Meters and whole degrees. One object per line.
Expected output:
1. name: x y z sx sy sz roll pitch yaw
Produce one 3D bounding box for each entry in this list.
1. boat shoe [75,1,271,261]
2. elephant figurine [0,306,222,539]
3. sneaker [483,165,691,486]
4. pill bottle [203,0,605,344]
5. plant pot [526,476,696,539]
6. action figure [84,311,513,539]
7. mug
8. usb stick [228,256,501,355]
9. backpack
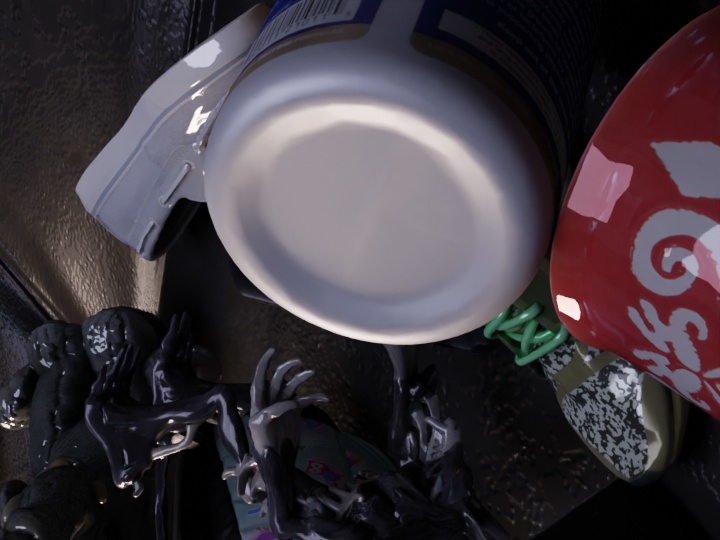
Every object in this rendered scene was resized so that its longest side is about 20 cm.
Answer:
1. boat shoe: -0.085 -0.064 0.929 0.069 0.072 0.200 48 136 -1
2. elephant figurine: -0.146 0.132 0.976 0.141 0.155 0.200 -43 31 35
3. sneaker: 0.057 0.004 0.731 0.200 0.088 0.077 61 145 12
4. pill bottle: 0.026 -0.078 0.639 0.115 0.200 0.116 9 131 11
5. plant pot: 0.090 0.237 0.706 0.177 0.200 0.200 37 132 25
6. action figure: -0.017 0.071 0.769 0.199 0.119 0.102 16 105 24
7. mug: 0.172 0.002 0.532 0.200 0.133 0.178 38 147 35
8. usb stick: 0.000 0.000 0.861 0.200 0.033 0.056 11 105 52
9. backpack: -0.028 0.161 0.854 0.200 0.126 0.167 -119 21 -60
